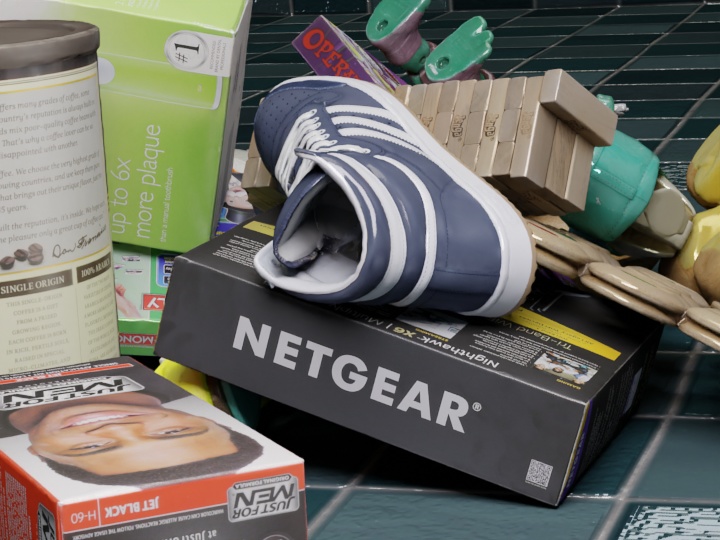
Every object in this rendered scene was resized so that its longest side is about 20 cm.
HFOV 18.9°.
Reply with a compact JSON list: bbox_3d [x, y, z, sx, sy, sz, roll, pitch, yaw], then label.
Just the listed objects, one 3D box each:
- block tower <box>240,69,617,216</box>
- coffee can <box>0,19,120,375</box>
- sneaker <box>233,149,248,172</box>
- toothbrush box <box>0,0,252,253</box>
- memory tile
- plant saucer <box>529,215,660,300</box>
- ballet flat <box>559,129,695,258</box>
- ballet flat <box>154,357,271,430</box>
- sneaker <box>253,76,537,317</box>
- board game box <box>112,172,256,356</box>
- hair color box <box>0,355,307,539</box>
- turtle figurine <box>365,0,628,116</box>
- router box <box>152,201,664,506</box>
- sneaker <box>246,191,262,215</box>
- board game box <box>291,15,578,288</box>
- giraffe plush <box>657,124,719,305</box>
[{"bbox_3d":[0.027,-0.059,1.093,0.200,0.058,0.054,-3,-22,39],"label":"block tower"},{"bbox_3d":[-0.194,-0.017,1.068,0.146,0.200,0.146,-3,12,1],"label":"coffee can"},{"bbox_3d":[-0.067,-0.053,1.554,0.200,0.076,0.092,12,9,29],"label":"sneaker"},{"bbox_3d":[-0.167,-0.103,1.183,0.200,0.146,0.086,11,34,1],"label":"toothbrush box"},{"bbox_3d":[0.143,0.011,1.064,0.153,0.017,0.200,27,5,12],"label":"memory tile"},{"bbox_3d":[0.092,-0.003,1.328,0.200,0.035,0.200,-2,12,0],"label":"plant saucer"},{"bbox_3d":[0.149,-0.034,1.203,0.070,0.067,0.200,32,4,15],"label":"ballet flat"},{"bbox_3d":[-0.074,0.048,1.082,0.067,0.067,0.200,-22,10,14],"label":"ballet flat"},{"bbox_3d":[-0.018,-0.041,0.993,0.108,0.070,0.200,2,25,-39],"label":"sneaker"},{"bbox_3d":[-0.137,-0.008,1.219,0.200,0.029,0.135,4,42,-7],"label":"board game box"},{"bbox_3d":[-0.105,0.088,0.887,0.101,0.061,0.200,-8,13,-25],"label":"hair color box"},{"bbox_3d":[0.087,-0.095,1.361,0.150,0.101,0.200,15,-19,39],"label":"turtle figurine"},{"bbox_3d":[0.027,0.031,1.013,0.200,0.052,0.157,20,19,16],"label":"router box"},{"bbox_3d":[0.000,0.000,1.175,0.081,0.074,0.200,-20,39,-11],"label":"sneaker"},{"bbox_3d":[0.047,-0.050,1.197,0.200,0.032,0.120,53,7,32],"label":"board game box"},{"bbox_3d":[0.289,-0.038,1.223,0.162,0.200,0.173,28,-9,-13],"label":"giraffe plush"}]
